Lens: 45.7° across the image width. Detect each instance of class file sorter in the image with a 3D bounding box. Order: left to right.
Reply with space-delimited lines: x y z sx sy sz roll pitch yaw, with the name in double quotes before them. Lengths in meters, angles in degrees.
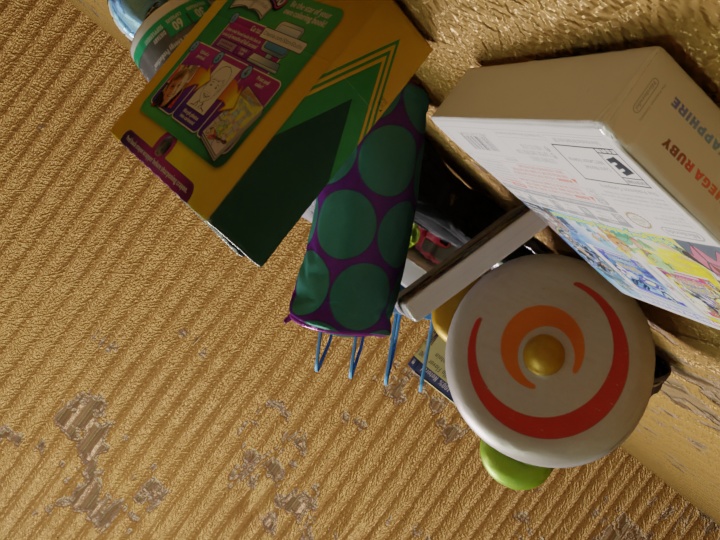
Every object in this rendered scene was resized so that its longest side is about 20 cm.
"file sorter" 0.046 0.074 1.110 0.197 0.125 0.139 11 -161 5

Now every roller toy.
"roller toy" 0.171 0.081 0.774 0.140 0.180 0.203 36 -145 -68

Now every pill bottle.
"pill bottle" -0.138 -0.173 0.878 0.201 0.112 0.113 55 180 3

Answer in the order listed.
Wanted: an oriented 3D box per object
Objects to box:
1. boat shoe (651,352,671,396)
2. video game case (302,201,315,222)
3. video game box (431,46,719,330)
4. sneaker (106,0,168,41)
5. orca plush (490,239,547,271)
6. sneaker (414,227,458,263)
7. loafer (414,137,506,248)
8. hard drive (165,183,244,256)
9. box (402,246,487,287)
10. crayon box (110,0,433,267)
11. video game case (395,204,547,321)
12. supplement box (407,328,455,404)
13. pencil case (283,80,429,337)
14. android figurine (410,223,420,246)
"boat shoe" 0.241 0.092 0.898 0.197 0.073 0.075 10 -128 -25
"video game case" -0.073 -0.146 1.054 0.202 0.045 0.181 64 169 -22
"video game box" 0.144 -0.035 0.442 0.182 0.047 0.200 41 178 -19
"sneaker" -0.240 -0.319 1.131 0.199 0.079 0.089 35 161 -27
"orca plush" 0.177 0.020 0.902 0.199 0.071 0.105 38 179 -20
"sneaker" 0.070 -0.068 1.057 0.199 0.080 0.095 40 -165 25
"loafer" 0.056 -0.077 0.806 0.199 0.069 0.070 35 165 -28
"hard drive" -0.154 -0.119 0.962 0.140 0.033 0.201 46 -156 -21
"box" 0.118 0.003 1.075 0.144 0.037 0.199 37 -155 30
"crayon box" -0.071 -0.120 0.585 0.058 0.173 0.200 42 177 -40
"video game case" 0.090 -0.010 0.698 0.018 0.142 0.200 54 179 1
"supplement box" 0.225 0.158 1.567 0.199 0.201 0.134 37 178 -1
"pencil case" -0.004 -0.049 0.667 0.091 0.204 0.085 11 -175 19
"android figurine" -0.002 -0.105 0.861 0.182 0.041 0.201 43 -162 -31
